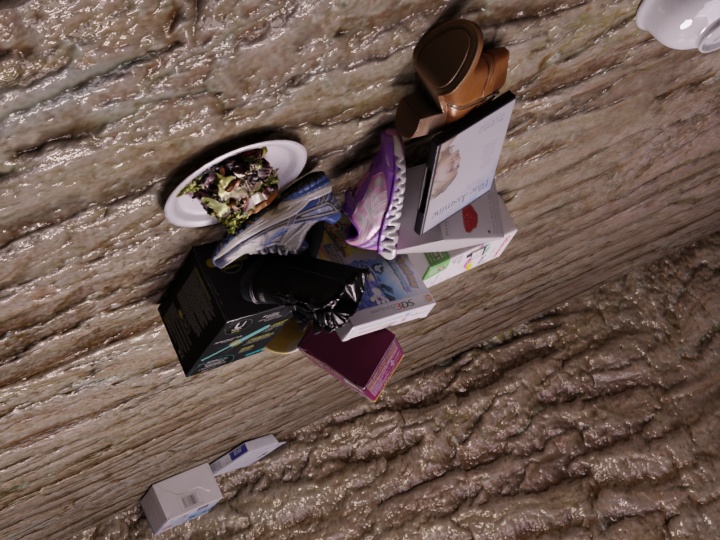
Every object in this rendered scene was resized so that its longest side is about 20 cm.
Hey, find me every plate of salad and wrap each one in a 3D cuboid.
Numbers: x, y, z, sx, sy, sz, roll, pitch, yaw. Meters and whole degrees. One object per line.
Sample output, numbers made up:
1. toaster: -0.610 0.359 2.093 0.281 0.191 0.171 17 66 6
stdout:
1. plate of salad: -0.154 -0.101 1.252 0.198 0.048 0.200 -24 165 -7

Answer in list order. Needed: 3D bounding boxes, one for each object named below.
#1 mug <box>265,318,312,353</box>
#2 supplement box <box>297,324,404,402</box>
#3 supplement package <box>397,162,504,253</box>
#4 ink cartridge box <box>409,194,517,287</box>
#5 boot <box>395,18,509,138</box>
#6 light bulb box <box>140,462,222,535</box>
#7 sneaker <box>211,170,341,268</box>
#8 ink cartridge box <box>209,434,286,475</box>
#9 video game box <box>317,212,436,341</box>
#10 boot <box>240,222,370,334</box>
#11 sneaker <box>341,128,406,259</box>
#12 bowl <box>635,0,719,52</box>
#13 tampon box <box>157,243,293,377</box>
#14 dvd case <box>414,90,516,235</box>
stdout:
1. mug: -0.115 0.052 1.691 0.185 0.152 0.153 -3 -172 31
2. supplement box: -0.012 0.133 1.621 0.104 0.130 0.200 -57 168 -8
3. supplement package: 0.121 -0.095 1.532 0.119 0.123 0.199 -11 177 35
4. ink cartridge box: 0.190 -0.052 1.916 0.198 0.085 0.145 -23 164 -15
5. boot: 0.138 -0.248 1.218 0.154 0.077 0.201 -26 156 -32
6. light bulb box: -0.567 0.722 3.101 0.196 0.126 0.200 -18 161 -31
7. sneaker: -0.113 -0.049 1.353 0.199 0.086 0.077 -32 -164 8
8. ink cartridge box: -0.368 0.593 3.172 0.199 0.041 0.199 -35 163 28
9. video game box: 0.000 0.000 1.544 0.181 0.201 0.047 -13 153 -42
10. boot: -0.061 -0.004 1.398 0.199 0.161 0.074 -53 143 -34
11. sneaker: 0.018 -0.106 1.386 0.087 0.081 0.202 6 125 -1
12. bowl: 0.495 -0.371 1.374 0.199 0.091 0.201 -24 164 -7
13. tampon box: -0.201 0.051 1.514 0.149 0.127 0.200 -16 161 -36
14. dvd case: 0.140 -0.142 1.341 0.142 0.018 0.201 -34 155 -23
